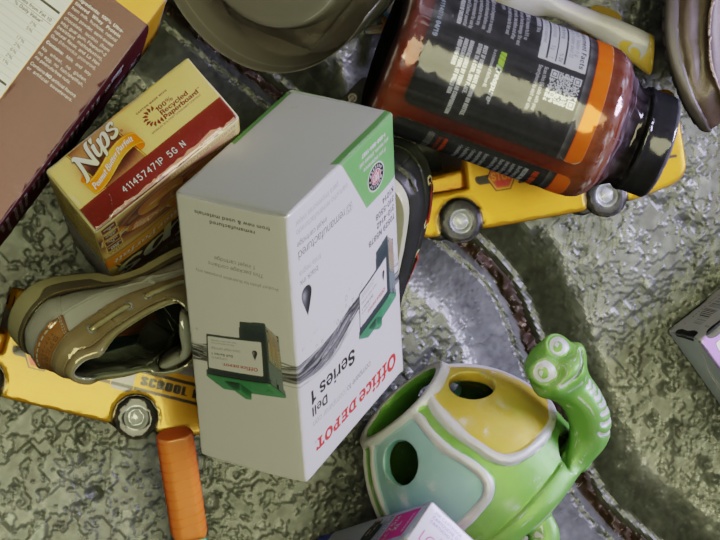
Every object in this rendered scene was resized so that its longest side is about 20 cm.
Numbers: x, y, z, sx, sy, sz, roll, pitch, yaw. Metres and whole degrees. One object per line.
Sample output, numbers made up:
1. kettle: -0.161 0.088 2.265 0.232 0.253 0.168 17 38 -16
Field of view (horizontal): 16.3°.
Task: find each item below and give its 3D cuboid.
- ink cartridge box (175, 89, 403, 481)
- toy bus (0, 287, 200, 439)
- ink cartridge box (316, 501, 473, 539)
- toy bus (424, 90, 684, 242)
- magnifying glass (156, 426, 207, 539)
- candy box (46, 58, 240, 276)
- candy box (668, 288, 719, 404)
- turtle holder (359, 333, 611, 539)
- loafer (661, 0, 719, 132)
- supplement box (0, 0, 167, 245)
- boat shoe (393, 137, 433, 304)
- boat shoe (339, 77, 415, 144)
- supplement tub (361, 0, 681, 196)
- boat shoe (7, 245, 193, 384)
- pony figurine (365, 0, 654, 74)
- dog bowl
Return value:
1. ink cartridge box: -0.041 0.010 1.601 0.084 0.146 0.201 13 126 25
2. toy bus: -0.186 0.063 1.699 0.199 0.065 0.079 14 90 -13
3. ink cartridge box: 0.033 0.221 1.702 0.119 0.200 0.042 44 59 -11
4. toy bus: 0.122 -0.071 1.755 0.199 0.065 0.079 -10 95 -12
5. magnifying glass: -0.113 0.199 1.714 0.079 0.022 0.201 -11 113 -10
6. candy box: -0.135 -0.057 1.634 0.115 0.200 0.055 -39 81 -8
7. candy box: 0.353 0.050 1.818 0.200 0.072 0.168 -39 100 -8
8. turtle holder: 0.081 0.129 1.707 0.132 0.185 0.141 46 59 -10
9. loafer: 0.245 -0.195 1.718 0.071 0.073 0.201 -3 79 17
10. supplement box: -0.236 -0.122 1.606 0.133 0.197 0.200 37 85 -4
11. boat shoe: 0.002 0.001 1.706 0.073 0.063 0.202 26 128 12
12. boat shoe: -0.049 -0.053 1.728 0.200 0.067 0.057 -39 78 -3
13. supplement tub: 0.107 -0.114 1.661 0.199 0.107 0.108 20 88 -7
14. boat shoe: -0.127 0.034 1.627 0.199 0.068 0.075 -15 134 -36
15. pony figurine: 0.106 -0.226 1.712 0.199 0.167 0.194 4 118 1
16. dog bowl: -0.049 -0.234 1.662 0.059 0.199 0.201 -24 100 -48
